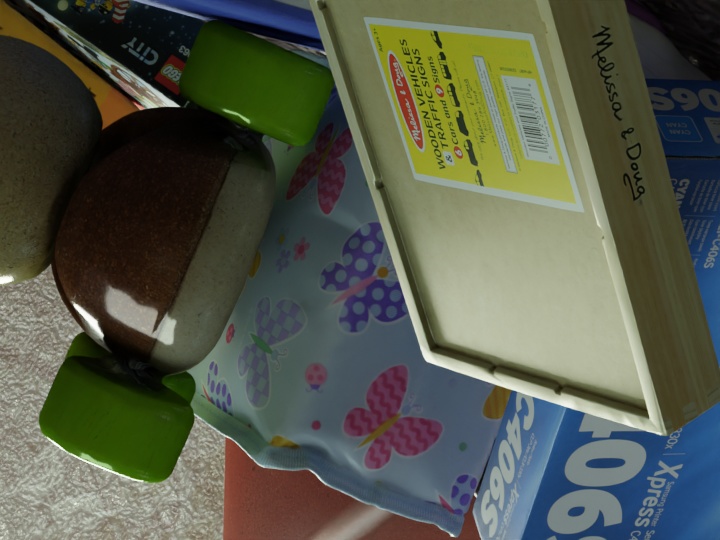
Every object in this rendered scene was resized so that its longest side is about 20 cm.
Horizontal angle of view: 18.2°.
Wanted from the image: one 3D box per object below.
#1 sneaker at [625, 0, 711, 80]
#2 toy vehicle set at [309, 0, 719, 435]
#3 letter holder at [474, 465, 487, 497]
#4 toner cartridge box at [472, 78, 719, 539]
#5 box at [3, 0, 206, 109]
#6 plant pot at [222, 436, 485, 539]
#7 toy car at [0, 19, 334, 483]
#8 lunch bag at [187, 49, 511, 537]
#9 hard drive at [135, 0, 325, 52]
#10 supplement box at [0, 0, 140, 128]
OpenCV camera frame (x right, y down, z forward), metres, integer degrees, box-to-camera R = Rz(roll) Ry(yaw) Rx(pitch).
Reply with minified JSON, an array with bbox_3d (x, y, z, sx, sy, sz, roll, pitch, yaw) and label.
[{"bbox_3d":[0.082,-0.038,0.781,0.199,0.100,0.075,31,176,-25],"label":"sneaker"},{"bbox_3d":[0.038,-0.053,0.682,0.124,0.026,0.201,16,130,54],"label":"toy vehicle set"},{"bbox_3d":[0.141,0.079,0.988,0.200,0.142,0.101,42,165,-1],"label":"letter holder"},{"bbox_3d":[0.108,0.028,0.771,0.094,0.201,0.043,-1,-139,-17],"label":"toner cartridge box"},{"bbox_3d":[-0.132,-0.121,1.022,0.199,0.038,0.137,35,173,14],"label":"box"},{"bbox_3d":[0.052,0.066,1.125,0.199,0.201,0.176,6,161,-20],"label":"plant pot"},{"bbox_3d":[-0.133,-0.039,0.855,0.199,0.165,0.158,23,-177,-6],"label":"toy car"},{"bbox_3d":[0.000,0.000,0.969,0.127,0.171,0.200,23,180,-26],"label":"lunch bag"},{"bbox_3d":[-0.050,-0.106,0.831,0.199,0.026,0.132,11,-176,-42],"label":"hard drive"},{"bbox_3d":[-0.192,-0.100,0.965,0.200,0.067,0.069,36,173,-35],"label":"supplement box"}]
